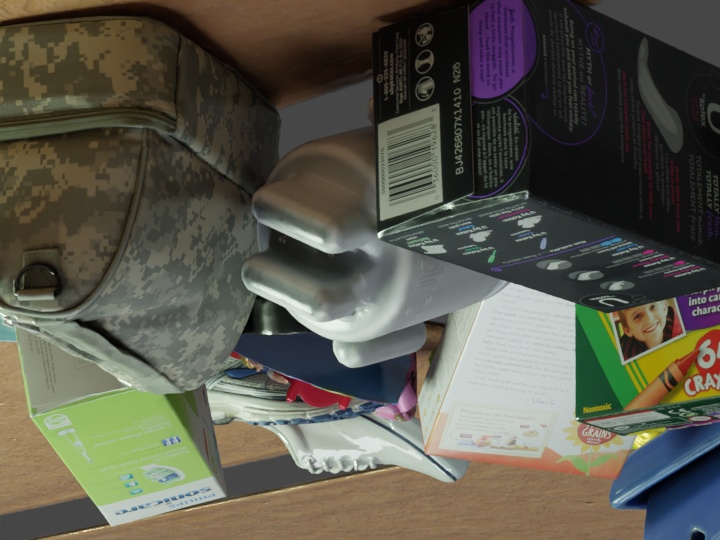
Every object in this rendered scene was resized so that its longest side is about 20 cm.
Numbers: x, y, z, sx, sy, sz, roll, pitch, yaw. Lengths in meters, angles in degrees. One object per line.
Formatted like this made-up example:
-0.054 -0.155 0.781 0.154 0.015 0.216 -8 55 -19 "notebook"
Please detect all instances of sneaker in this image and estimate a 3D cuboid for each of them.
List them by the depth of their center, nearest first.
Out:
-0.069 0.065 1.921 0.200 0.085 0.077 -2 178 11 "sneaker"
-0.018 0.122 2.073 0.200 0.071 0.073 24 172 4 "sneaker"

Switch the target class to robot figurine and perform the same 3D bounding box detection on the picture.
0.022 -0.026 1.542 0.113 0.170 0.200 28 -151 31 "robot figurine"

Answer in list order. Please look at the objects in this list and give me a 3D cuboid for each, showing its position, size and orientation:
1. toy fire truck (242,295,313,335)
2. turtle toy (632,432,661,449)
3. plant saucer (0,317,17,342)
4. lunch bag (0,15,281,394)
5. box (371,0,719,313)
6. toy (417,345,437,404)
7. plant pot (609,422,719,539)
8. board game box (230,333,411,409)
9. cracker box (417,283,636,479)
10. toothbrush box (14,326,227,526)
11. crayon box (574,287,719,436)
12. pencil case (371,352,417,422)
0.000 0.000 1.742 0.176 0.129 0.200 -3 -176 29 "toy fire truck"
0.231 0.082 1.968 0.200 0.101 0.146 -32 158 22 "turtle toy"
-0.236 0.012 1.903 0.200 0.027 0.200 0 163 0 "plant saucer"
-0.133 -0.030 1.509 0.139 0.168 0.200 -6 162 18 "lunch bag"
0.110 -0.061 1.480 0.106 0.122 0.200 -15 157 40 "box"
0.091 0.066 2.024 0.115 0.047 0.200 -13 180 -12 "toy"
0.297 0.170 1.851 0.200 0.180 0.200 -36 157 31 "plant pot"
-0.050 0.058 1.831 0.158 0.039 0.200 23 -166 0 "board game box"
0.127 0.036 1.748 0.134 0.058 0.200 9 129 -14 "cracker box"
-0.157 0.056 1.775 0.086 0.146 0.200 -14 153 3 "toothbrush box"
0.217 -0.007 1.574 0.200 0.173 0.058 -12 159 36 "crayon box"
-0.056 0.073 1.998 0.200 0.087 0.083 -5 169 12 "pencil case"
